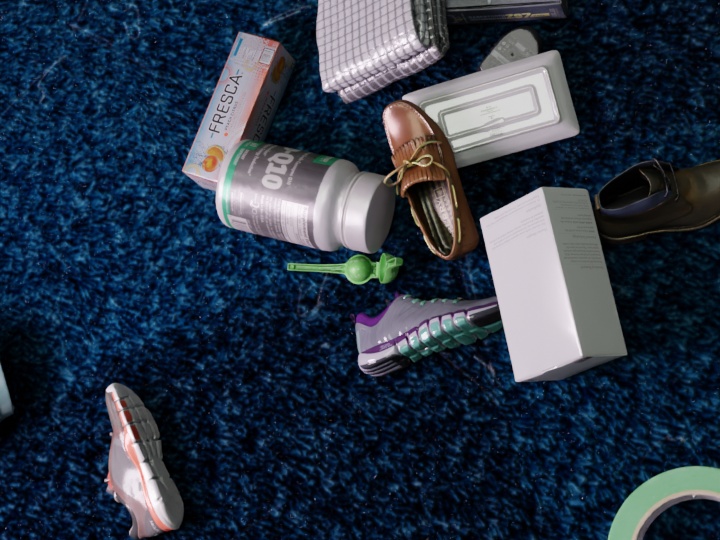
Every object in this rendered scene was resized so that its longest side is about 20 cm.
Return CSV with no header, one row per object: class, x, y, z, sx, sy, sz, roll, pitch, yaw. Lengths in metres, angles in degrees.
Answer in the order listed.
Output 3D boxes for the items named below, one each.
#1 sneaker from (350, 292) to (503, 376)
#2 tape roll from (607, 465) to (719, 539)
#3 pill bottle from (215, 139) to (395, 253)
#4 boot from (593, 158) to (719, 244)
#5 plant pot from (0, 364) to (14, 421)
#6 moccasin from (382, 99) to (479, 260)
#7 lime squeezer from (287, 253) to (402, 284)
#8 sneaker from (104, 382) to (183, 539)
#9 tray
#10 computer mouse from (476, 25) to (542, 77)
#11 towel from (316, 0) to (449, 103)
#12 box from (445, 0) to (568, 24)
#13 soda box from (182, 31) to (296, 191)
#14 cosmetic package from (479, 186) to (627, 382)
sneaker,0.081,0.051,1.698,0.199,0.074,0.088,-21,65,12
tape roll,0.366,0.313,1.547,0.200,0.048,0.201,-5,73,17
pill bottle,-0.066,-0.088,1.759,0.199,0.113,0.114,13,79,20
boot,0.356,-0.088,1.633,0.199,0.097,0.075,-22,70,11
plant pot,-0.515,0.144,1.811,0.134,0.200,0.201,-16,68,-16
moccasin,0.075,-0.107,1.713,0.073,0.078,0.202,-18,88,26
lime squeezer,0.000,0.000,1.743,0.200,0.070,0.038,-1,98,48
sneaker,-0.287,0.236,1.763,0.082,0.077,0.201,-28,68,15
tray,0.156,-0.190,1.746,0.199,0.022,0.108,-15,88,10
computer mouse,0.151,-0.217,1.775,0.059,0.034,0.200,42,96,7
towel,0.025,-0.326,1.792,0.165,0.085,0.201,-21,63,38
box,0.182,-0.411,1.804,0.157,0.051,0.201,0,76,19
soda box,-0.154,-0.199,1.842,0.063,0.068,0.201,18,81,22
cosmetic package,0.216,0.017,1.628,0.113,0.081,0.201,-25,72,49
